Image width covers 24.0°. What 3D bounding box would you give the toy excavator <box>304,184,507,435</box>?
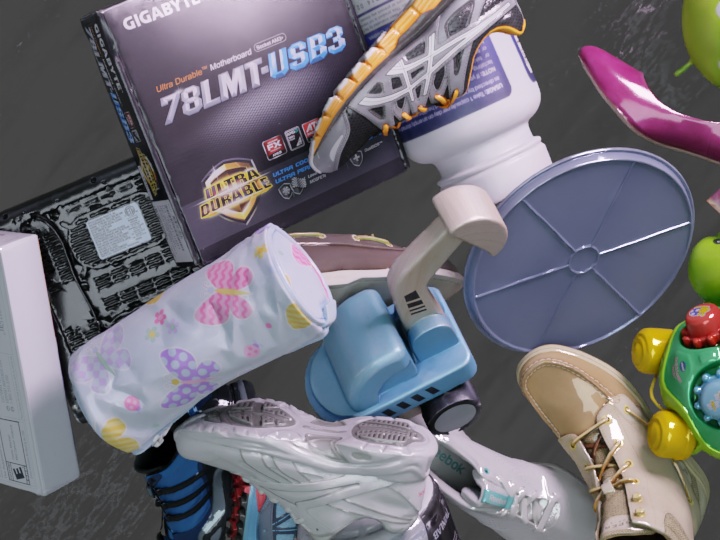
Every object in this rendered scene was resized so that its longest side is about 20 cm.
[{"bbox_3d":[0.035,0.040,1.275,0.194,0.200,0.100,-27,56,3],"label":"toy excavator"}]

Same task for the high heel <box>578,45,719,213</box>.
[{"bbox_3d":[0.268,-0.130,1.344,0.200,0.067,0.096,43,105,-2],"label":"high heel"}]

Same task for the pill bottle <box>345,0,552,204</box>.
[{"bbox_3d":[0.073,-0.150,1.327,0.119,0.120,0.201,-24,94,3],"label":"pill bottle"}]

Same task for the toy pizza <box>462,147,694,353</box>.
[{"bbox_3d":[0.171,-0.017,1.341,0.199,0.032,0.201,-13,131,-15],"label":"toy pizza"}]

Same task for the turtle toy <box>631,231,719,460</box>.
[{"bbox_3d":[0.297,0.064,1.337,0.145,0.101,0.201,4,57,-15],"label":"turtle toy"}]

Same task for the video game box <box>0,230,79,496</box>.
[{"bbox_3d":[-0.308,0.064,1.327,0.181,0.047,0.201,7,111,36],"label":"video game box"}]

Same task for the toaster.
[{"bbox_3d":[-0.167,-0.002,1.346,0.199,0.119,0.182,-23,96,3],"label":"toaster"}]

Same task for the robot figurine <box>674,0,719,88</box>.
[{"bbox_3d":[0.342,-0.200,1.319,0.199,0.116,0.177,-6,108,2],"label":"robot figurine"}]

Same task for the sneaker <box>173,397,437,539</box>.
[{"bbox_3d":[-0.045,0.155,1.256,0.199,0.078,0.100,9,107,12],"label":"sneaker"}]

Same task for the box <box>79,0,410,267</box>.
[{"bbox_3d":[-0.082,-0.131,1.268,0.199,0.050,0.200,-25,103,-26],"label":"box"}]

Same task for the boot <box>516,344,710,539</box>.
[{"bbox_3d":[0.195,0.160,1.331,0.200,0.156,0.073,46,117,-9],"label":"boot"}]

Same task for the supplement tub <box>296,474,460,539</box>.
[{"bbox_3d":[0.036,0.267,1.353,0.122,0.123,0.201,-20,113,3],"label":"supplement tub"}]

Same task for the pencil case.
[{"bbox_3d":[-0.116,0.051,1.226,0.199,0.083,0.091,-34,73,16],"label":"pencil case"}]

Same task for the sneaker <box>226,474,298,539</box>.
[{"bbox_3d":[-0.061,0.214,1.400,0.095,0.079,0.201,-1,100,-16],"label":"sneaker"}]

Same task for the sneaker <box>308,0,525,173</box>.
[{"bbox_3d":[0.038,-0.142,1.233,0.077,0.078,0.200,42,96,-7],"label":"sneaker"}]

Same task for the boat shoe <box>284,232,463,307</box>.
[{"bbox_3d":[0.000,0.000,1.333,0.072,0.199,0.060,-46,58,40],"label":"boat shoe"}]

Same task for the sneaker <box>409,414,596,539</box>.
[{"bbox_3d":[0.113,0.182,1.375,0.199,0.088,0.076,26,94,-2],"label":"sneaker"}]

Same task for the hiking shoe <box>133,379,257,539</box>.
[{"bbox_3d":[-0.144,0.164,1.358,0.086,0.075,0.201,7,122,-20],"label":"hiking shoe"}]
